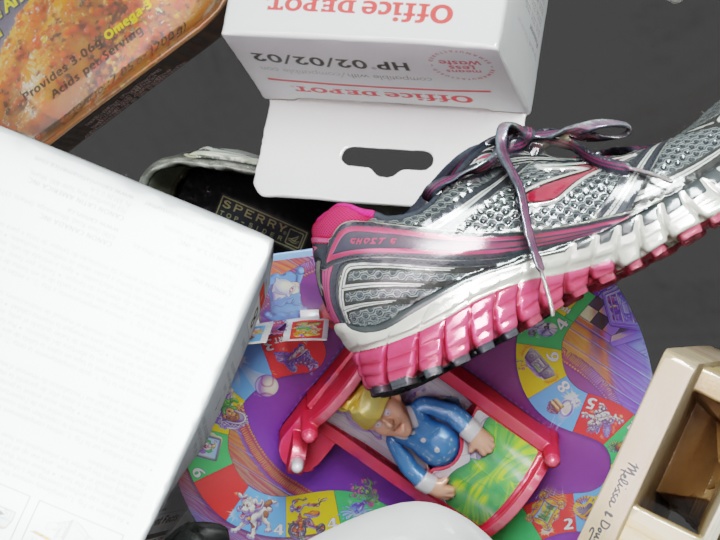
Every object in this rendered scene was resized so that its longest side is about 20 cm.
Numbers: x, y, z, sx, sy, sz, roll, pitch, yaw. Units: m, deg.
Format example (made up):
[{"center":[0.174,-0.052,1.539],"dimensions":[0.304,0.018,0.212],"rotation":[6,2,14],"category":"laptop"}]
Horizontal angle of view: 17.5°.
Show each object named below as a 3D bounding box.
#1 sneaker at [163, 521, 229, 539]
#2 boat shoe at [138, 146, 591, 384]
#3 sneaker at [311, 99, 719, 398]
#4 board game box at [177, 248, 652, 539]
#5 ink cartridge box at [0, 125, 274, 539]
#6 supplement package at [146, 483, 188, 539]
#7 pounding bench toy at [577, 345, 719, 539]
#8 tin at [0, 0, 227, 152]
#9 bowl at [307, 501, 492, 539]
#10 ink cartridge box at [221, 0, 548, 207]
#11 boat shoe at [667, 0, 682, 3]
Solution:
[{"center":[-0.018,0.171,0.925],"dimensions":[0.200,0.066,0.091],"rotation":[35,105,17],"category":"sneaker"},{"center":[0.000,0.000,0.967],"dimensions":[0.199,0.064,0.071],"rotation":[18,93,16],"category":"boat shoe"},{"center":[0.078,-0.027,0.877],"dimensions":[0.200,0.081,0.075],"rotation":[-26,87,-13],"category":"sneaker"},{"center":[0.019,0.067,0.930],"dimensions":[0.199,0.039,0.159],"rotation":[-7,109,4],"category":"board game box"},{"center":[-0.140,0.051,0.868],"dimensions":[0.162,0.050,0.201],"rotation":[22,74,3],"category":"ink cartridge box"},{"center":[-0.190,0.068,0.972],"dimensions":[0.200,0.156,0.111],"rotation":[40,98,14],"category":"supplement package"},{"center":[0.183,0.085,0.879],"dimensions":[0.156,0.124,0.201],"rotation":[25,95,16],"category":"pounding bench toy"},{"center":[-0.131,-0.121,1.024],"dimensions":[0.200,0.042,0.112],"rotation":[-35,83,12],"category":"tin"},{"center":[-0.012,0.178,0.824],"dimensions":[0.200,0.075,0.200],"rotation":[-30,123,0],"category":"bowl"},{"center":[0.016,-0.130,0.936],"dimensions":[0.115,0.068,0.201],"rotation":[4,72,17],"category":"ink cartridge box"},{"center":[0.124,-0.207,0.933],"dimensions":[0.060,0.074,0.201],"rotation":[10,88,16],"category":"boat shoe"}]
